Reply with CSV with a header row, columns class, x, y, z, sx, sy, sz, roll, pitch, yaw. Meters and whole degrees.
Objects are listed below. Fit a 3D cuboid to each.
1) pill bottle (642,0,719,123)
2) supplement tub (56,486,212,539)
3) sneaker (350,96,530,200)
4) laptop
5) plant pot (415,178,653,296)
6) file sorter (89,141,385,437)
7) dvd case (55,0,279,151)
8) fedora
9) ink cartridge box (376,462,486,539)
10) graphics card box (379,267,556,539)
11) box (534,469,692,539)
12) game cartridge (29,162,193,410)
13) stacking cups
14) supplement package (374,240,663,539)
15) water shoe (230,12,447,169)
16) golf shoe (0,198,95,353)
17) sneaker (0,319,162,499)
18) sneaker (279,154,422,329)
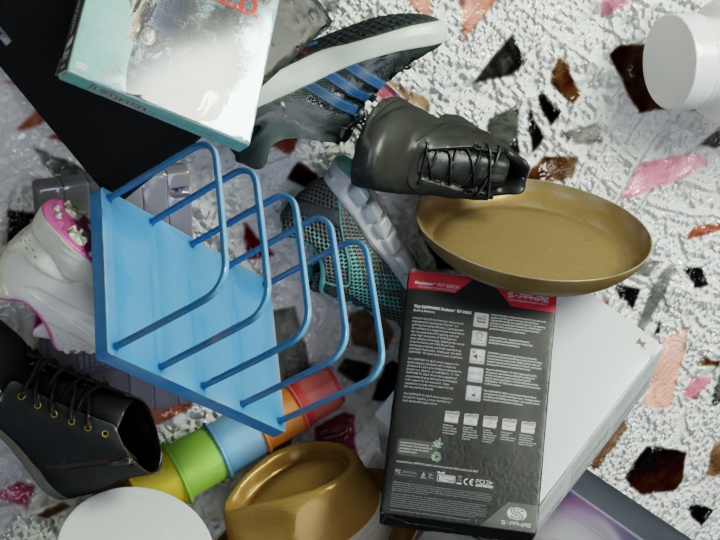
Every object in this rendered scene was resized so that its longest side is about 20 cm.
class,x,y,z,sx,sy,sz,roll,pitch,yaw
pill bottle,0.357,-0.187,1.293,0.197,0.111,0.113,-4,110,-23
supplement tub,-0.189,0.283,1.155,0.142,0.145,0.201,-5,136,-22
sneaker,0.069,-0.092,1.169,0.199,0.090,0.077,-9,117,-53
laptop,-0.155,-0.188,1.089,0.178,0.103,0.200,51,58,-12
plant pot,0.142,-0.026,1.204,0.197,0.200,0.028,-6,119,-22
file sorter,-0.089,0.013,1.085,0.122,0.140,0.199,-27,144,27
dvd case,-0.126,-0.202,1.036,0.145,0.022,0.203,21,67,-27
fedora,-0.049,0.201,1.203,0.199,0.200,0.083,-26,114,-14
ink cartridge box,0.056,0.285,1.266,0.084,0.200,0.147,30,95,-39
graphics card box,0.086,0.106,1.148,0.124,0.051,0.203,6,69,1
box,0.171,0.285,1.312,0.123,0.199,0.200,20,98,-47
game cartridge,-0.195,0.019,1.161,0.128,0.038,0.203,-7,111,-18
stacking cups,-0.107,0.144,1.237,0.198,0.060,0.061,-28,117,-19
supplement package,0.133,0.110,1.233,0.200,0.155,0.111,-49,163,-15
water shoe,-0.019,-0.145,1.163,0.198,0.072,0.080,-21,112,-6
golf shoe,-0.197,0.035,1.116,0.091,0.076,0.200,-38,117,9
sneaker,-0.233,0.086,1.088,0.105,0.075,0.201,-16,126,32
sneaker,0.000,0.000,1.231,0.090,0.078,0.201,-29,115,6
